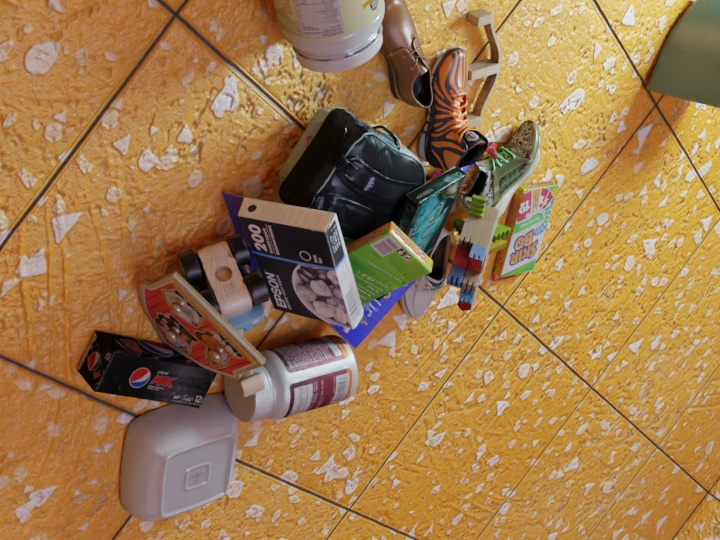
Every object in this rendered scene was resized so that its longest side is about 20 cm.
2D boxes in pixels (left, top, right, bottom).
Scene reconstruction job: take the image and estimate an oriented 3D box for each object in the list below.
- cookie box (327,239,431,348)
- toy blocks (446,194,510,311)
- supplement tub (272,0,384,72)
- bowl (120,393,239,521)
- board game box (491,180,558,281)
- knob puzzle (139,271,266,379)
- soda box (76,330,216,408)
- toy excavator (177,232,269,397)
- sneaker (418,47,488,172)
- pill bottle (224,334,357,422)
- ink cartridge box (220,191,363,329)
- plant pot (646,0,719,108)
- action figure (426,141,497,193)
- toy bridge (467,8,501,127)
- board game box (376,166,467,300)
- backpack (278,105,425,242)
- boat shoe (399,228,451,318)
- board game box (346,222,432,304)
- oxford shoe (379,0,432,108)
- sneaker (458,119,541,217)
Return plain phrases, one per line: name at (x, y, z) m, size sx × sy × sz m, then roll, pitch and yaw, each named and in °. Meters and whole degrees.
cookie box at (0.000, 0.000, 1.762) m, size 0.200 × 0.075 × 0.171 m, roll -48°, pitch 139°, yaw -6°
toy blocks at (0.190, -0.019, 1.859) m, size 0.200 × 0.099 × 0.138 m, roll 89°, pitch 20°, yaw -65°
supplement tub at (-0.047, -0.375, 1.400) m, size 0.144 × 0.145 × 0.201 m, roll -34°, pitch 136°, yaw -19°
bowl at (-0.277, 0.309, 1.728) m, size 0.199 × 0.075 × 0.201 m, roll -13°, pitch 127°, yaw -38°
board game box at (0.308, -0.069, 2.037) m, size 0.095 × 0.030 × 0.202 m, roll -11°, pitch 127°, yaw -37°
knob puzzle at (-0.243, 0.091, 1.525) m, size 0.031 × 0.218 × 0.221 m, roll -52°, pitch 143°, yaw -29°
soda box at (-0.310, 0.146, 1.588) m, size 0.199 × 0.063 × 0.071 m, roll 18°, pitch 105°, yaw -48°
toy excavator at (-0.187, 0.070, 1.590) m, size 0.099 × 0.196 × 0.200 m, roll -21°, pitch 160°, yaw -14°
sneaker at (0.160, -0.244, 1.708) m, size 0.077 × 0.112 × 0.202 m, roll -17°, pitch 128°, yaw -34°
pill bottle at (-0.113, 0.177, 1.754) m, size 0.199 × 0.114 × 0.115 m, roll -11°, pitch 125°, yaw -37°
ink cartridge box at (-0.105, -0.014, 1.563) m, size 0.044 × 0.198 × 0.199 m, roll -55°, pitch 145°, yaw -35°
plant pot at (0.693, -0.408, 2.038) m, size 0.195 × 0.195 × 0.202 m, roll 1°, pitch 107°, yaw -43°
action figure at (0.138, -0.153, 1.789) m, size 0.199 × 0.065 × 0.052 m, roll -32°, pitch 131°, yaw -25°
toy bridge at (0.196, -0.325, 1.750) m, size 0.067 × 0.027 × 0.201 m, roll -23°, pitch 131°, yaw -32°
board game box at (0.086, -0.057, 1.658) m, size 0.135 × 0.028 × 0.201 m, roll -33°, pitch 154°, yaw -44°
backpack at (-0.009, -0.137, 1.596) m, size 0.199 × 0.153 × 0.177 m, roll 20°, pitch 109°, yaw -42°
boat shoe at (0.114, 0.008, 1.879) m, size 0.073 × 0.067 × 0.202 m, roll -20°, pitch 130°, yaw -31°
board game box at (0.002, 0.003, 1.611) m, size 0.199 × 0.030 × 0.095 m, roll -28°, pitch 123°, yaw 34°
oxford shoe at (0.070, -0.326, 1.602) m, size 0.071 × 0.071 × 0.201 m, roll -38°, pitch 136°, yaw -13°
sneaker at (0.239, -0.176, 1.866) m, size 0.088 × 0.077 × 0.201 m, roll 27°, pitch 96°, yaw -40°
